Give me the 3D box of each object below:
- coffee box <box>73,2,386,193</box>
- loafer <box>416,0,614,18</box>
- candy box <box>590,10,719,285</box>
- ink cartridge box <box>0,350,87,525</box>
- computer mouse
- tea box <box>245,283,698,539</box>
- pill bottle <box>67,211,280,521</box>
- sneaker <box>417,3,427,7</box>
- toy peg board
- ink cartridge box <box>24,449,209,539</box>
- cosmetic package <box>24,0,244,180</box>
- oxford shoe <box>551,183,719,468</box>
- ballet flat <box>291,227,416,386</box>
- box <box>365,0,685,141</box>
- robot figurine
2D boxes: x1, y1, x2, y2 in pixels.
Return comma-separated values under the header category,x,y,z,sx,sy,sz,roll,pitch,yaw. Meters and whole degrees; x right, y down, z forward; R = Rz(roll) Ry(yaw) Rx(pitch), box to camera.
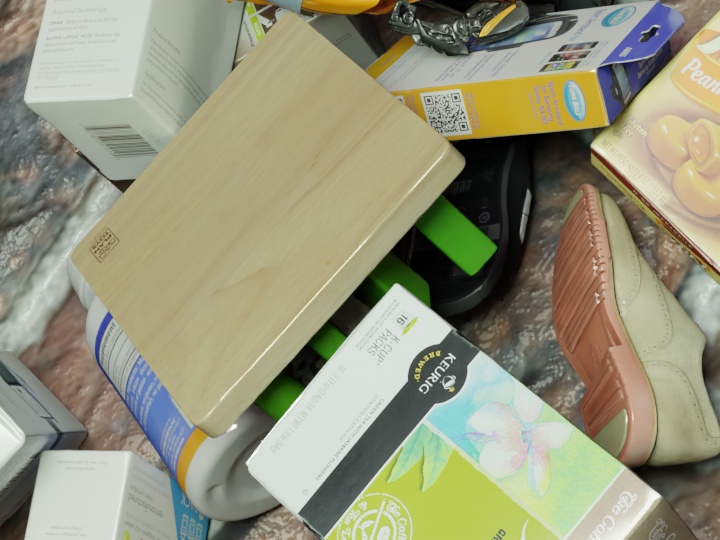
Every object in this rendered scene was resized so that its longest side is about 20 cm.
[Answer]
category,x,y,z,sx,sy,sz,roll,pitch,yaw
coffee box,-0.091,-0.132,1.294,0.199,0.114,0.080,-27,59,10
loafer,0.065,-0.184,1.235,0.199,0.072,0.063,17,52,-4
candy box,0.245,-0.102,1.146,0.115,0.055,0.200,44,90,10
ink cartridge box,-0.262,0.126,1.193,0.086,0.200,0.146,44,89,3
computer mouse,0.100,-0.055,1.216,0.140,0.046,0.201,-13,52,25
tea box,0.077,0.143,1.044,0.196,0.200,0.134,37,85,33
pill bottle,-0.106,0.051,1.220,0.112,0.112,0.200,-41,57,2
sneaker,0.014,-0.247,1.327,0.199,0.076,0.091,25,69,27
toy peg board,-0.037,-0.013,1.103,0.200,0.098,0.199,-47,40,2
ink cartridge box,-0.156,0.221,1.163,0.067,0.115,0.201,-1,68,24
cosmetic package,-0.131,-0.171,1.198,0.081,0.113,0.201,-1,66,23
oxford shoe,0.163,0.034,1.146,0.073,0.071,0.201,6,52,-17
ballet flat,0.000,0.000,1.158,0.072,0.072,0.201,-5,55,22
box,0.097,-0.119,1.168,0.199,0.042,0.119,-1,26,30
robot figurine,0.018,-0.206,1.170,0.198,0.058,0.146,4,71,0
